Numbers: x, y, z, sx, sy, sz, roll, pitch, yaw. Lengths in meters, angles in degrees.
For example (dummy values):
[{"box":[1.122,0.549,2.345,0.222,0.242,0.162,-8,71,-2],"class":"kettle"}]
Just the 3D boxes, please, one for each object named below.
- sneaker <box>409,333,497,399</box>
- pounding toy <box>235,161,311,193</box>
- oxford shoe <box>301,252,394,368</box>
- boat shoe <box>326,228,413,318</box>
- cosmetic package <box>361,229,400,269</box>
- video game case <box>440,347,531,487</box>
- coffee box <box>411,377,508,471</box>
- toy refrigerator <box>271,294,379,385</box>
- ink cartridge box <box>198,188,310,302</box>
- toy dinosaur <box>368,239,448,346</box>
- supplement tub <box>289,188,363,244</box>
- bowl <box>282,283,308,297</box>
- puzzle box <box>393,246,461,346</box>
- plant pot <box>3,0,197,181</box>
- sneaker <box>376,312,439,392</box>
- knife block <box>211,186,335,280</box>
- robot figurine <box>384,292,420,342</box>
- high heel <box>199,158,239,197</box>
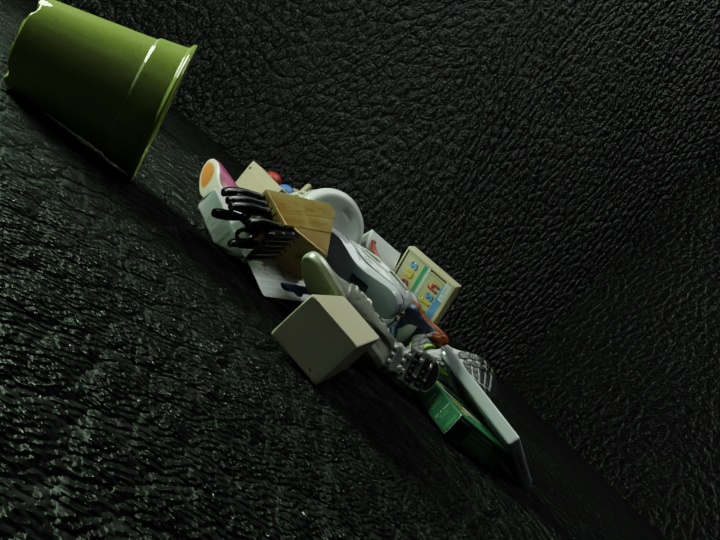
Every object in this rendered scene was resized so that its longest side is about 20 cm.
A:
[{"box":[0.165,0.187,1.333,0.199,0.081,0.074,29,47,-10],"class":"sneaker"},{"box":[-0.181,-0.159,1.689,0.200,0.142,0.184,37,5,-45],"class":"pounding toy"},{"box":[-0.016,0.050,1.013,0.075,0.058,0.200,3,-48,58],"class":"oxford shoe"},{"box":[0.000,0.000,1.145,0.200,0.074,0.065,46,33,18],"class":"boat shoe"},{"box":[-0.015,-0.012,1.489,0.082,0.051,0.200,37,-36,-22],"class":"cosmetic package"},{"box":[0.208,0.245,1.192,0.200,0.023,0.182,53,-7,40],"class":"video game case"},{"box":[0.146,0.228,1.155,0.123,0.044,0.200,41,3,-26],"class":"coffee box"},{"box":[-0.037,0.080,0.854,0.076,0.070,0.200,48,5,7],"class":"toy refrigerator"},{"box":[-0.139,-0.023,1.072,0.162,0.057,0.201,12,47,-51],"class":"ink cartridge box"},{"box":[0.070,0.053,1.189,0.181,0.201,0.105,18,-13,7],"class":"toy dinosaur"},{"box":[-0.096,-0.084,1.405,0.145,0.145,0.200,39,-13,-22],"class":"supplement tub"},{"box":[-0.090,0.022,1.234,0.200,0.039,0.201,41,4,-3],"class":"bowl"},{"box":[0.097,0.070,1.412,0.133,0.200,0.025,42,26,28],"class":"puzzle box"},{"box":[-0.340,-0.246,0.926,0.189,0.201,0.200,26,8,-18],"class":"plant pot"},{"box":[0.027,0.121,1.118,0.200,0.075,0.081,39,-15,-12],"class":"sneaker"},{"box":[-0.126,-0.078,1.039,0.175,0.064,0.200,40,26,-18],"class":"knife block"},{"box":[0.025,0.054,1.373,0.200,0.125,0.150,42,8,24],"class":"robot figurine"},{"box":[-0.237,-0.137,1.343,0.096,0.067,0.200,25,18,-41],"class":"high heel"}]
